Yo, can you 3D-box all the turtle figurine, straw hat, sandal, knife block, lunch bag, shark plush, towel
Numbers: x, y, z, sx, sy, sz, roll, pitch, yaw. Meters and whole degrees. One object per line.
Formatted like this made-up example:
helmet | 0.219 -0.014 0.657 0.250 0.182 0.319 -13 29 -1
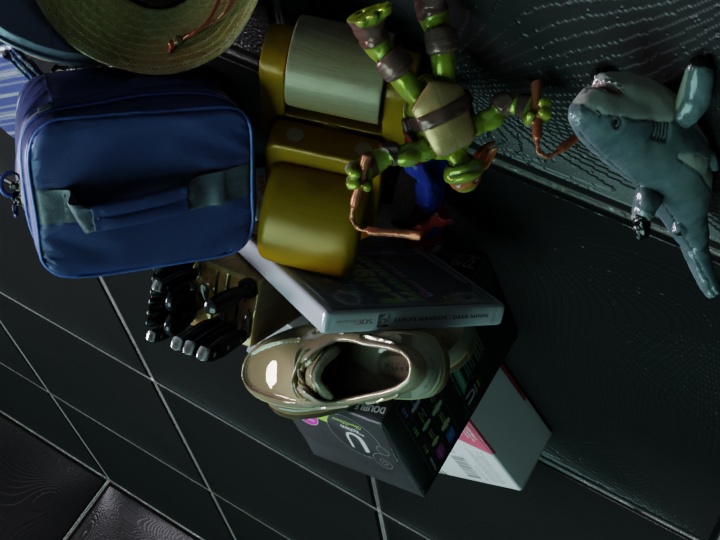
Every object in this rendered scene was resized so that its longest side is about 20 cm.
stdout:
turtle figurine | 0.064 -0.125 0.770 0.065 0.197 0.164 -100 -12 -72
straw hat | -0.161 -0.252 0.847 0.200 0.203 0.085 35 -166 1
sandal | 0.004 0.070 0.933 0.196 0.081 0.054 -17 133 16
knife block | -0.096 0.025 0.945 0.196 0.065 0.176 3 -158 -23
lunch bag | -0.183 -0.079 0.837 0.132 0.196 0.138 -134 38 -56
shark plush | 0.197 -0.059 0.736 0.090 0.084 0.201 13 145 38
towel | -0.264 -0.123 0.938 0.143 0.024 0.200 2 147 46

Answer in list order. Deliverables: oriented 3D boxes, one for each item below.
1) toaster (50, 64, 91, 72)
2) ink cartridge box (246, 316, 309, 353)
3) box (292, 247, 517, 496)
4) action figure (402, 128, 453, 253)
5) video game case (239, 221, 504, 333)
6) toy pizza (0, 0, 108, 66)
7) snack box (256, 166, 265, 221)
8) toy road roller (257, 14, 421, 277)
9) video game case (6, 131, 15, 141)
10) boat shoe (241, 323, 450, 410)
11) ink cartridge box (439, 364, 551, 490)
toaster | -0.227 -0.140 1.092 0.197 0.115 0.130 14 149 30
ink cartridge box | -0.073 0.089 1.324 0.115 0.067 0.201 34 154 4
box | 0.035 0.086 1.036 0.147 0.201 0.125 14 147 38
action figure | 0.062 -0.069 0.902 0.051 0.066 0.201 16 154 9
video game case | 0.000 0.000 0.936 0.200 0.179 0.024 39 123 51
toy pizza | -0.263 -0.241 0.880 0.199 0.201 0.032 39 131 -5
snack box | -0.123 -0.021 1.172 0.200 0.036 0.118 -42 62 63
toy road roller | -0.027 -0.089 0.865 0.120 0.148 0.201 12 148 4
video game case | -0.242 -0.104 1.013 0.197 0.026 0.182 10 150 32
boat shoe | -0.026 0.080 0.872 0.197 0.074 0.065 -3 177 33
ink cartridge box | 0.094 0.162 1.219 0.198 0.085 0.145 1 137 49
